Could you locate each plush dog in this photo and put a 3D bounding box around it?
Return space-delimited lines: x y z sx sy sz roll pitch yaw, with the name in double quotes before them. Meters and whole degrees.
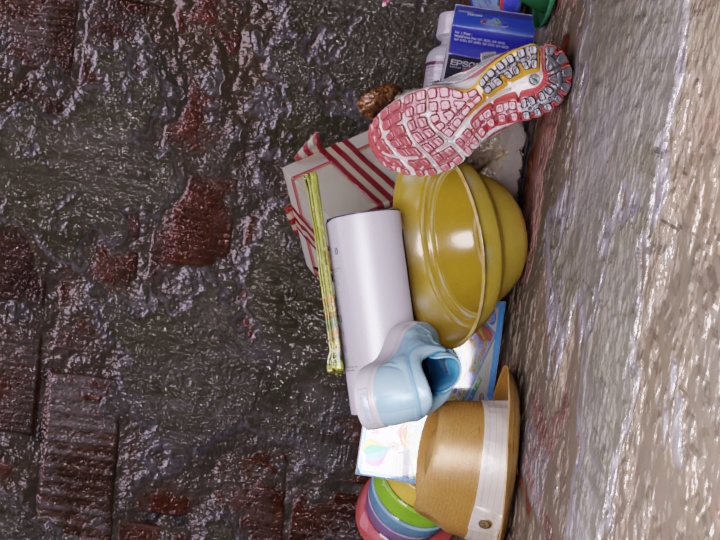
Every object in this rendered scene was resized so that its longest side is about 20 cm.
"plush dog" 0.094 -0.154 1.305 0.171 0.200 0.161 8 57 50

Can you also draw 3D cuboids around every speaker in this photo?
"speaker" 0.015 0.044 1.214 0.081 0.080 0.203 106 156 -86

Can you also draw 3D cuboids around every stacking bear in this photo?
"stacking bear" 0.074 0.229 1.358 0.113 0.121 0.201 -33 -25 -46

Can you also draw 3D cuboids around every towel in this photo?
"towel" -0.038 0.006 1.226 0.086 0.018 0.203 100 163 -82

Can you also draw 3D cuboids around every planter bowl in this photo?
"planter bowl" 0.108 -0.030 1.183 0.200 0.082 0.204 170 90 -68

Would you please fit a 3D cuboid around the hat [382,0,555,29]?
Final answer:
"hat" 0.120 -0.345 1.241 0.200 0.173 0.168 -84 2 -78

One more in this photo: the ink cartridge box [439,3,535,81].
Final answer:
"ink cartridge box" 0.139 -0.209 1.386 0.202 0.098 0.040 97 180 -46

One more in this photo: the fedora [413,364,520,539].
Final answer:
"fedora" 0.093 0.181 1.099 0.201 0.081 0.204 8 -90 -90

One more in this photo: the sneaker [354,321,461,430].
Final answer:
"sneaker" 0.060 0.095 1.099 0.200 0.081 0.075 -47 -52 -66

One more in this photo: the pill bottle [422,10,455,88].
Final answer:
"pill bottle" 0.136 -0.237 1.610 0.110 0.108 0.203 -173 91 -89

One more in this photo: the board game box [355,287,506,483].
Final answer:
"board game box" 0.074 0.123 1.264 0.034 0.132 0.203 33 -115 -85

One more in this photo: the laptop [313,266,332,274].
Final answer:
"laptop" 0.037 0.101 1.426 0.177 0.102 0.203 33 134 50

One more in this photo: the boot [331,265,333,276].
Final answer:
"boot" 0.000 -0.001 1.364 0.143 0.200 0.072 13 92 45

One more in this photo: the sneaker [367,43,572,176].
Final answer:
"sneaker" 0.101 -0.146 1.101 0.082 0.198 0.079 -61 -51 -72

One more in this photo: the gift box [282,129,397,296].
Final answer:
"gift box" 0.014 -0.083 1.545 0.187 0.183 0.202 47 151 49

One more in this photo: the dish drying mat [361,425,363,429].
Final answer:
"dish drying mat" 0.074 0.146 1.364 0.200 0.076 0.018 -55 13 48

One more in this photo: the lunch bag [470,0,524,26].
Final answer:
"lunch bag" 0.168 -0.363 1.431 0.151 0.093 0.202 96 177 -57
